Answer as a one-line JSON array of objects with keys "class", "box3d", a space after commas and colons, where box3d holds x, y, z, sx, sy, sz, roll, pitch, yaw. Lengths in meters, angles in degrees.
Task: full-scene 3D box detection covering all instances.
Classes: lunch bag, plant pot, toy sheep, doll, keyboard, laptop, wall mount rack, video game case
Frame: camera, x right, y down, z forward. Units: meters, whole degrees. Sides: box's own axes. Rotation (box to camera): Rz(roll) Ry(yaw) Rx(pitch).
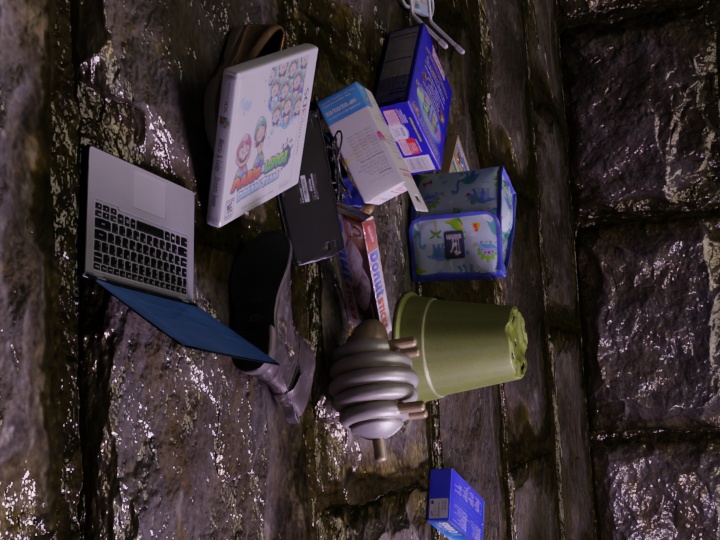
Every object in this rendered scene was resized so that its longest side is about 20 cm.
[{"class": "lunch bag", "box3d": [0.179, -0.073, 1.807, 0.127, 0.170, 0.200, 49, 43, -55]}, {"class": "plant pot", "box3d": [0.178, 0.128, 1.731, 0.200, 0.190, 0.201, -5, 90, -68]}, {"class": "toy sheep", "box3d": [0.022, 0.163, 1.415, 0.138, 0.138, 0.200, 41, 39, -59]}, {"class": "doll", "box3d": [-0.044, -0.136, 1.439, 0.200, 0.048, 0.137, 55, 36, -44]}, {"class": "keyboard", "box3d": [-0.066, -0.113, 1.361, 0.040, 0.104, 0.200, -156, -126, -67]}, {"class": "laptop", "box3d": [-0.172, -0.010, 1.008, 0.187, 0.116, 0.201, 25, 62, -65]}, {"class": "wall mount rack", "box3d": [0.137, -0.495, 1.933, 0.200, 0.074, 0.174, -16, 100, -67]}, {"class": "video game case", "box3d": [-0.113, -0.163, 1.204, 0.200, 0.024, 0.182, -39, 144, -59]}]

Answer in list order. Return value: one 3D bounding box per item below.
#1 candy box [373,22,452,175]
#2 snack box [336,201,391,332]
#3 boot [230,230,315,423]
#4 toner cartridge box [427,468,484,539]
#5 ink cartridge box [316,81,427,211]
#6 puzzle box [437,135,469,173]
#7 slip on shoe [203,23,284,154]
[{"class": "candy box", "box3d": [0.093, -0.296, 1.776, 0.169, 0.077, 0.200, 59, 34, -44]}, {"class": "snack box", "box3d": [0.000, 0.000, 1.442, 0.024, 0.072, 0.200, -35, 132, -30]}, {"class": "boot", "box3d": [-0.098, 0.071, 1.254, 0.174, 0.069, 0.200, 53, 41, -61]}, {"class": "toner cartridge box", "box3d": [0.173, 0.431, 1.838, 0.200, 0.043, 0.095, 51, 40, -53]}, {"class": "ink cartridge box", "box3d": [0.019, -0.161, 1.471, 0.200, 0.068, 0.115, 64, 12, 3]}, {"class": "puzzle box", "box3d": [0.203, -0.156, 2.077, 0.133, 0.025, 0.200, -73, 149, -42]}, {"class": "slip on shoe", "box3d": [-0.134, -0.217, 1.222, 0.076, 0.060, 0.200, 59, 33, -46]}]
